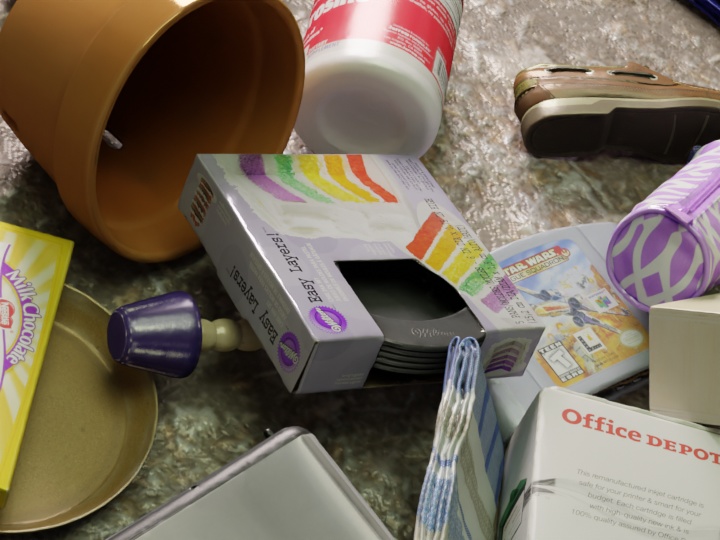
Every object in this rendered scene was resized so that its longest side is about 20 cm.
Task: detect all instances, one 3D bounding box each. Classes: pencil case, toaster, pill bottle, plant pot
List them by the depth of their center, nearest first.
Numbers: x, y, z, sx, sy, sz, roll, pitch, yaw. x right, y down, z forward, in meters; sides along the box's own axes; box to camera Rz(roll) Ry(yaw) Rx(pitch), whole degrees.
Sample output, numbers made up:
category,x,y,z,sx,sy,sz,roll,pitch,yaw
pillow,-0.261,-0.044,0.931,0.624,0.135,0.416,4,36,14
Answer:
category,x,y,z,sx,sy,sz,roll,pitch,yaw
toaster,-0.077,0.196,1.160,0.200,0.181,0.119,-30,69,-35
plant pot,-0.227,0.084,1.298,0.199,0.028,0.201,10,50,-12
plant pot,-0.154,-0.125,1.398,0.140,0.201,0.200,32,47,29
pencil case,0.246,-0.036,1.493,0.084,0.086,0.200,36,33,10
pill bottle,0.017,-0.179,1.542,0.112,0.112,0.201,17,48,-5

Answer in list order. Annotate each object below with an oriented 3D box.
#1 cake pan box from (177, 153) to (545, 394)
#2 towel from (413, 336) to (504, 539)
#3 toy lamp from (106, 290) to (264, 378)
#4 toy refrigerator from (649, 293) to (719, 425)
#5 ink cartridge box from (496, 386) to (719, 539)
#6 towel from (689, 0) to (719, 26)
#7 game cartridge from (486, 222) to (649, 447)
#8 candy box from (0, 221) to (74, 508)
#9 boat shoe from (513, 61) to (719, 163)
category,x,y,z,sx,sy,sz,roll,pitch,yaw
cake pan box,0.000,0.000,1.358,0.183,0.052,0.200,-3,41,-31
towel,0.064,0.158,1.264,0.024,0.147,0.201,-1,49,15
toy lamp,-0.068,0.040,1.352,0.199,0.058,0.058,-1,52,-32
toy refrigerator,0.281,0.052,1.425,0.070,0.076,0.199,5,10,44
ink cartridge box,0.162,0.189,1.309,0.145,0.084,0.201,16,48,-7
towel,0.344,-0.276,1.786,0.148,0.050,0.200,44,50,8
game cartridge,0.138,0.037,1.460,0.199,0.042,0.133,-22,66,-32
candy box,-0.247,0.049,1.285,0.102,0.026,0.201,17,49,-10
boat shoe,0.216,-0.131,1.599,0.199,0.072,0.068,3,52,-17
